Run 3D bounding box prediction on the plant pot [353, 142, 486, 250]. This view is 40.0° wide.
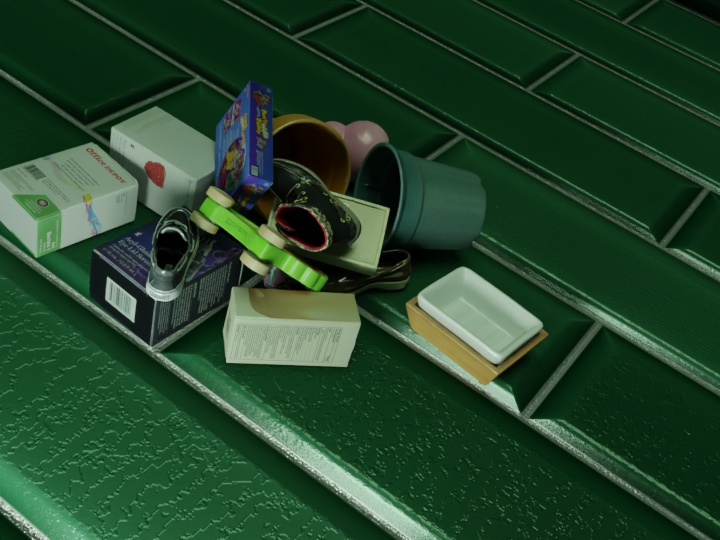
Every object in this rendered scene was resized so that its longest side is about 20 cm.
[{"bbox_3d":[0.113,-0.120,1.823,0.194,0.201,0.201,7,39,-26],"label":"plant pot"}]

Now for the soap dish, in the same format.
[{"bbox_3d":[0.193,0.094,1.668,0.200,0.082,0.157,38,43,24],"label":"soap dish"}]

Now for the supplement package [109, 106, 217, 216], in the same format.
[{"bbox_3d":[-0.337,-0.182,1.771,0.199,0.122,0.120,31,40,18],"label":"supplement package"}]

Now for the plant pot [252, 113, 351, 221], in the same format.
[{"bbox_3d":[-0.146,-0.198,1.812,0.199,0.202,0.183,-9,24,-28],"label":"plant pot"}]

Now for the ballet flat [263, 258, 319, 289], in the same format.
[{"bbox_3d":[-0.103,-0.035,1.722,0.069,0.072,0.200,27,39,14],"label":"ballet flat"}]

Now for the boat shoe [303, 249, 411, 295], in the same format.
[{"bbox_3d":[-0.003,-0.004,1.718,0.201,0.075,0.075,-9,45,-29],"label":"boat shoe"}]

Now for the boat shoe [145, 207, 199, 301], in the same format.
[{"bbox_3d":[-0.284,-0.043,1.500,0.071,0.068,0.201,13,39,-5],"label":"boat shoe"}]

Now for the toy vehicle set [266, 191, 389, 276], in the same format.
[{"bbox_3d":[-0.057,-0.075,1.685,0.198,0.027,0.125,16,61,-2],"label":"toy vehicle set"}]

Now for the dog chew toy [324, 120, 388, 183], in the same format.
[{"bbox_3d":[-0.045,-0.240,1.954,0.198,0.125,0.125,8,39,1],"label":"dog chew toy"}]

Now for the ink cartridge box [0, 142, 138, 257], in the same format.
[{"bbox_3d":[-0.498,-0.123,1.672,0.145,0.084,0.199,39,44,26],"label":"ink cartridge box"}]

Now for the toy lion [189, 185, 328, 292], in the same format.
[{"bbox_3d":[-0.147,-0.038,1.565,0.199,0.069,0.191,36,3,29],"label":"toy lion"}]

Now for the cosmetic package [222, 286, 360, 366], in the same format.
[{"bbox_3d":[-0.108,0.089,1.546,0.198,0.106,0.071,5,41,-17],"label":"cosmetic package"}]

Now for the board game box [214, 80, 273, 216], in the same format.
[{"bbox_3d":[-0.197,-0.197,1.661,0.044,0.134,0.202,16,53,-28],"label":"board game box"}]

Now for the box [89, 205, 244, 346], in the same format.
[{"bbox_3d":[-0.306,0.004,1.574,0.147,0.105,0.200,33,42,21],"label":"box"}]

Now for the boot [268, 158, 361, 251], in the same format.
[{"bbox_3d":[-0.099,-0.104,1.594,0.200,0.073,0.151,42,20,5],"label":"boot"}]
